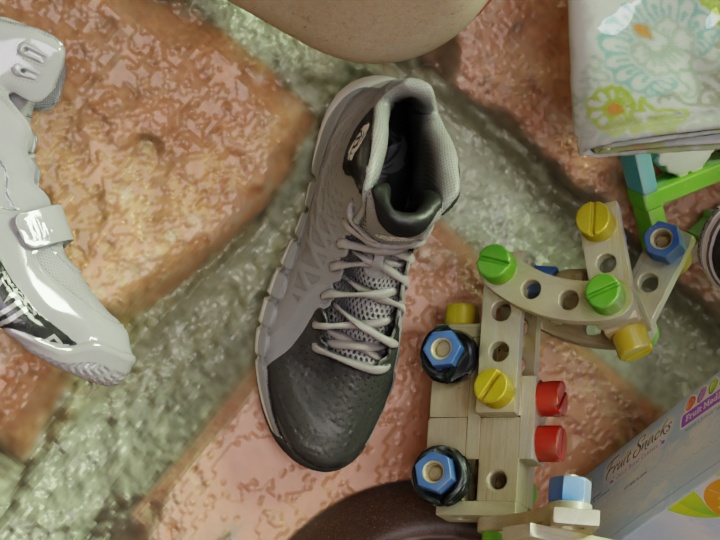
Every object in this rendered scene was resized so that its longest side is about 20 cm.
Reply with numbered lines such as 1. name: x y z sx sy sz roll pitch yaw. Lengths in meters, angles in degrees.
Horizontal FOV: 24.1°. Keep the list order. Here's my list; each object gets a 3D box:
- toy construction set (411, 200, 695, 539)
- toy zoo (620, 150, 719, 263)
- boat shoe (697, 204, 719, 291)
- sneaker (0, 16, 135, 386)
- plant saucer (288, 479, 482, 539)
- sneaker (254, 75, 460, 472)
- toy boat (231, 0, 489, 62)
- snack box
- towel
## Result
1. toy construction set: 0.092 0.066 0.818 0.130 0.092 0.201 -3 56 22
2. toy zoo: 0.186 -0.112 0.874 0.130 0.020 0.201 -21 111 -13
3. boat shoe: 0.254 0.001 0.765 0.198 0.066 0.070 10 102 -13
4. sneaker: -0.159 -0.044 0.790 0.200 0.075 0.115 43 84 -7
5. plant saucer: 0.035 0.208 0.860 0.199 0.034 0.202 0 89 -14
6. sneaker: 0.000 0.000 0.808 0.074 0.115 0.202 10 88 -13
7. toy boat: -0.015 -0.193 0.804 0.199 0.131 0.131 30 45 2
8. snack box: 0.219 0.140 0.831 0.199 0.169 0.068 25 51 -15
9. towel: 0.179 -0.152 0.787 0.170 0.048 0.202 -3 81 13
